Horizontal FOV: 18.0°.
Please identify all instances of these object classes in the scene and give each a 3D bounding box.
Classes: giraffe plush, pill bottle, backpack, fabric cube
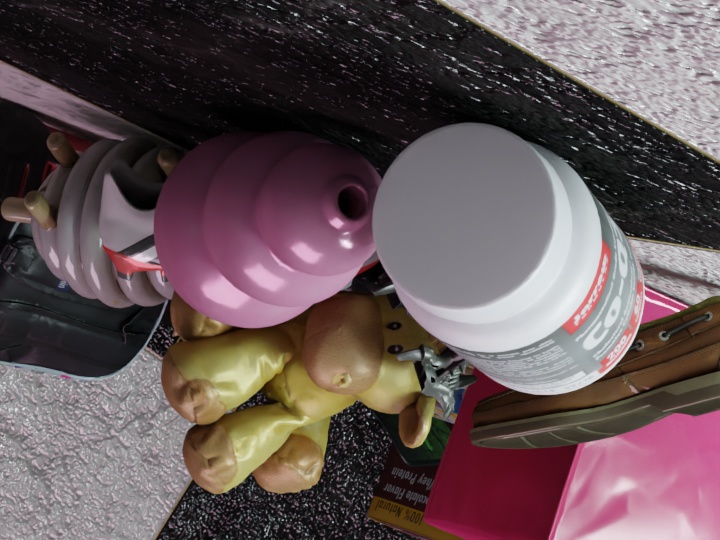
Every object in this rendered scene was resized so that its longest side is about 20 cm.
[{"bbox_3d":[-0.017,0.064,1.570,0.162,0.174,0.199,-9,-174,44],"label":"giraffe plush"},{"bbox_3d":[0.080,-0.005,1.206,0.113,0.115,0.200,18,173,20],"label":"pill bottle"},{"bbox_3d":[-0.291,0.010,2.209,0.199,0.178,0.151,18,-163,-30],"label":"backpack"},{"bbox_3d":[0.195,0.128,1.608,0.199,0.197,0.199,23,171,-21],"label":"fabric cube"}]

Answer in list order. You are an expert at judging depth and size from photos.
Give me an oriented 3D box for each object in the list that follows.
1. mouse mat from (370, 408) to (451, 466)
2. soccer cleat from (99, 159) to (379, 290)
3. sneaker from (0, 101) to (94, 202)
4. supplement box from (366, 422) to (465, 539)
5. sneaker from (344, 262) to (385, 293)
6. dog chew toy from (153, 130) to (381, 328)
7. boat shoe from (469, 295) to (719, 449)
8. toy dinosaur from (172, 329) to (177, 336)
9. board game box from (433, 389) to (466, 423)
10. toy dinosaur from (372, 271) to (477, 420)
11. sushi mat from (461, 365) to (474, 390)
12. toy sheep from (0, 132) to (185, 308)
[{"bbox_3d":[0.018,0.086,1.989,0.201,0.008,0.161,57,-164,14],"label":"mouse mat"},{"bbox_3d":[-0.082,-0.033,1.528,0.199,0.086,0.069,5,-148,13],"label":"soccer cleat"},{"bbox_3d":[-0.240,-0.074,1.784,0.199,0.074,0.087,21,175,-6],"label":"sneaker"},{"bbox_3d":[0.144,0.171,2.084,0.197,0.201,0.132,13,170,47],"label":"supplement box"},{"bbox_3d":[0.000,0.000,1.690,0.199,0.076,0.088,20,168,0],"label":"sneaker"},{"bbox_3d":[-0.048,-0.031,1.396,0.124,0.125,0.200,23,165,-23],"label":"dog chew toy"},{"bbox_3d":[0.161,0.066,1.441,0.199,0.068,0.072,-14,166,20],"label":"boat shoe"},{"bbox_3d":[-0.068,0.022,1.773,0.135,0.201,0.086,18,129,-11],"label":"toy dinosaur"},{"bbox_3d":[0.103,0.077,1.854,0.199,0.105,0.103,16,173,29],"label":"board game box"},{"bbox_3d":[0.085,0.010,1.442,0.135,0.103,0.200,-25,138,14],"label":"toy dinosaur"},{"bbox_3d":[0.124,0.060,1.715,0.199,0.096,0.012,23,-161,-26],"label":"sushi mat"},{"bbox_3d":[-0.175,-0.037,1.661,0.199,0.139,0.138,13,171,23],"label":"toy sheep"}]
